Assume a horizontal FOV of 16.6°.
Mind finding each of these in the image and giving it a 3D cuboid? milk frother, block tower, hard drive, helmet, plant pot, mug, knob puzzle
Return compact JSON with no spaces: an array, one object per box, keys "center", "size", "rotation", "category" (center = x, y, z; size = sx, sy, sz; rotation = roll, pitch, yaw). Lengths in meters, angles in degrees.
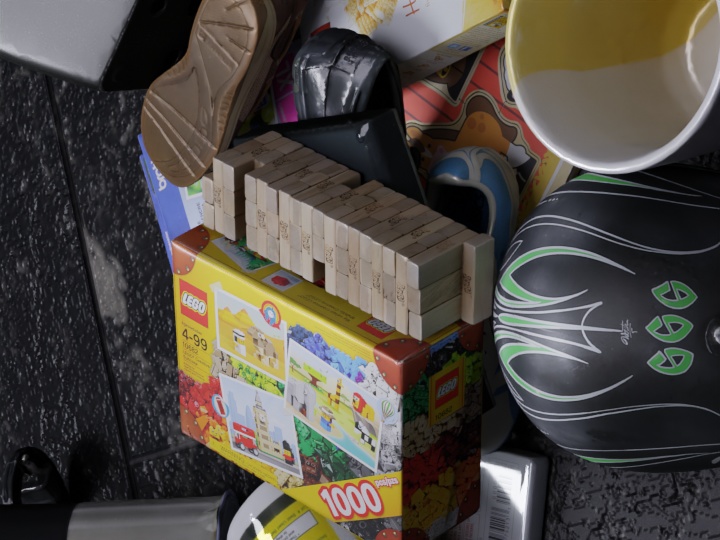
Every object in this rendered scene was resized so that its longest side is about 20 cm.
[{"center":[-0.174,0.196,1.763],"size":[0.188,0.181,0.200],"rotation":[-3,57,6],"category":"milk frother"},{"center":[-0.011,-0.023,1.480],"size":[0.200,0.058,0.054],"rotation":[26,129,37],"category":"block tower"},{"center":[0.000,0.000,1.558],"size":[0.139,0.033,0.200],"rotation":[-3,110,50],"category":"hard drive"},{"center":[0.170,0.027,1.439],"size":[0.190,0.200,0.201],"rotation":[3,94,22],"category":"helmet"},{"center":[-0.173,-0.228,1.705],"size":[0.177,0.200,0.200],"rotation":[38,114,25],"category":"plant pot"},{"center":[0.184,-0.148,1.430],"size":[0.149,0.153,0.187],"rotation":[-16,81,39],"category":"mug"},{"center":[0.068,-0.124,1.607],"size":[0.219,0.030,0.220],"rotation":[2,93,40],"category":"knob puzzle"}]

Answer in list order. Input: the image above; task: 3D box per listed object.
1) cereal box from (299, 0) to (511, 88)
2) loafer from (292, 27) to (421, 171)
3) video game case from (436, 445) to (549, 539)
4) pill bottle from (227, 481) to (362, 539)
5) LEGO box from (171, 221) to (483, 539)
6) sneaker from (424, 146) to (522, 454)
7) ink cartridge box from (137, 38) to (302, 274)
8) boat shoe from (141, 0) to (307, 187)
[{"center":[0.031,-0.198,1.598],"size":[0.200,0.039,0.144],"rotation":[-24,67,46],"category":"cereal box"},{"center":[0.005,-0.062,1.597],"size":[0.070,0.068,0.201],"rotation":[20,134,35],"category":"loafer"},{"center":[0.039,0.205,1.649],"size":[0.182,0.023,0.201],"rotation":[11,99,39],"category":"video game case"},{"center":[0.008,0.222,1.585],"size":[0.112,0.112,0.200],"rotation":[-51,59,29],"category":"pill bottle"},{"center":[-0.021,0.065,1.531],"size":[0.200,0.077,0.149],"rotation":[26,130,37],"category":"LEGO box"},{"center":[0.064,0.022,1.569],"size":[0.072,0.072,0.201],"rotation":[6,103,36],"category":"sneaker"},{"center":[-0.085,-0.068,1.731],"size":[0.200,0.042,0.120],"rotation":[-28,74,39],"category":"ink cartridge box"},{"center":[-0.087,-0.131,1.667],"size":[0.072,0.072,0.200],"rotation":[48,140,17],"category":"boat shoe"}]
